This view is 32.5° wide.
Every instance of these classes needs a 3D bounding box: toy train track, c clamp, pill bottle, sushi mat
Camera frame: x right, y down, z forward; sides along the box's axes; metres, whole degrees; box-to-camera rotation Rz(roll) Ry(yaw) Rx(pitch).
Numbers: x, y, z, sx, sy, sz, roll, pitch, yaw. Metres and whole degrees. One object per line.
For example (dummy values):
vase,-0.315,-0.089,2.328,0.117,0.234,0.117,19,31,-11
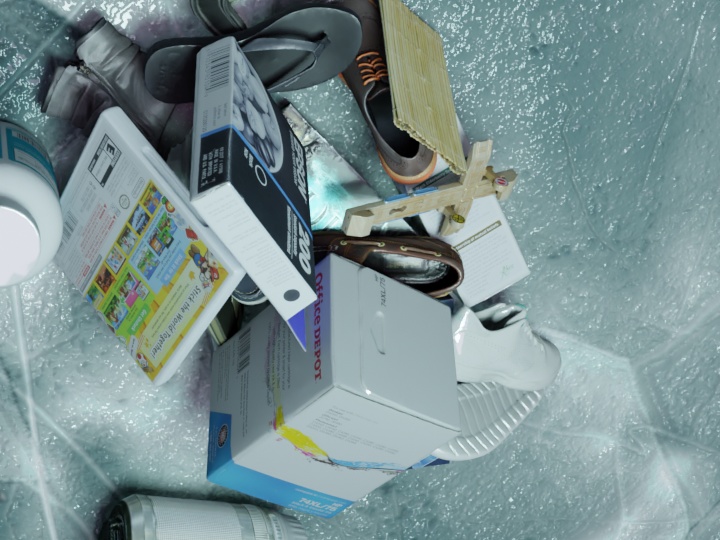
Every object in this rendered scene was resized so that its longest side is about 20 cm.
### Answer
toy train track,0.073,-0.059,1.147,0.200,0.033,0.115,-15,139,-33
c clamp,-0.064,-0.244,1.108,0.200,0.027,0.171,-29,145,15
pill bottle,-0.315,-0.054,1.062,0.111,0.200,0.111,-6,112,-14
sushi mat,0.054,-0.177,1.132,0.012,0.200,0.096,-32,132,27

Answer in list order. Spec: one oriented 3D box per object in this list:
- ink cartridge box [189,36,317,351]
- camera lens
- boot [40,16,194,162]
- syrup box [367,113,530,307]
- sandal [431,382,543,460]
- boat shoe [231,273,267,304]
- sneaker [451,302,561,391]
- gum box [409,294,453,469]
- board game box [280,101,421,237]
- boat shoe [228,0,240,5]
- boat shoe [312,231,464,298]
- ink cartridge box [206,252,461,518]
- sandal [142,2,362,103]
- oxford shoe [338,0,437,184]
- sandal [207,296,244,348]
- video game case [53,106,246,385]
ink cartridge box,-0.078,-0.065,1.054,0.043,0.198,0.200,-20,133,14
camera lens,-0.169,0.319,1.280,0.200,0.160,0.160,9,108,-20
boot,-0.239,-0.123,1.144,0.132,0.070,0.200,26,95,-17
syrup box,0.090,-0.071,1.251,0.081,0.079,0.200,-29,116,-3
sandal,0.125,0.157,1.328,0.203,0.082,0.050,-19,161,-42
boat shoe,-0.115,-0.068,1.151,0.075,0.062,0.200,-4,88,0
sneaker,0.159,0.073,1.301,0.200,0.075,0.089,6,119,-47
gum box,0.012,0.123,1.324,0.170,0.045,0.200,-7,112,-14
board game box,-0.047,-0.049,1.220,0.135,0.028,0.200,-45,103,3
boat shoe,-0.048,-0.287,1.125,0.200,0.072,0.062,-30,110,-7
boat shoe,0.000,0.000,1.184,0.200,0.070,0.070,-6,108,-3
ink cartridge box,-0.028,0.112,1.150,0.146,0.147,0.200,24,135,-30
sandal,-0.091,-0.183,1.098,0.200,0.043,0.076,-16,127,-7
oxford shoe,0.020,-0.181,1.146,0.071,0.073,0.200,-25,80,1
sandal,-0.168,0.008,1.196,0.057,0.080,0.201,-7,143,25
video game case,-0.196,-0.016,1.089,0.023,0.182,0.200,-32,167,-43
